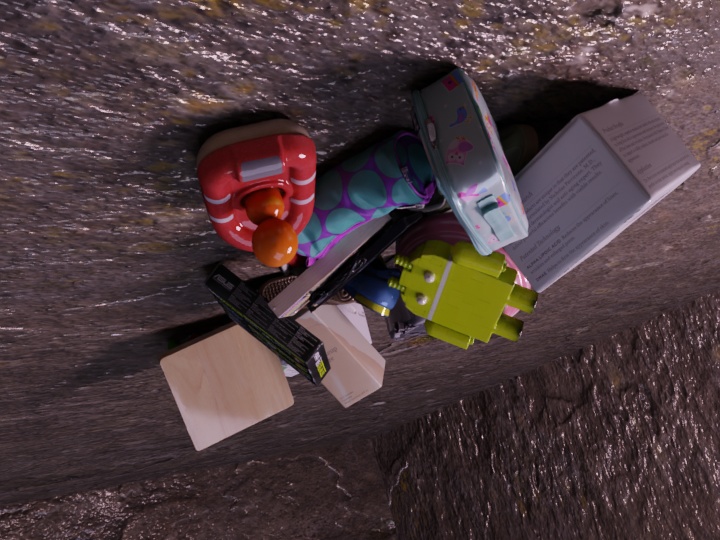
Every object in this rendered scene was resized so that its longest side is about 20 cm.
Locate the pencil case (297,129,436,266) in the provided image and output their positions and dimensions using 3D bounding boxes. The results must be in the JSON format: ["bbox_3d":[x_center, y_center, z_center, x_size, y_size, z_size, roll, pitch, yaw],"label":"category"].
[{"bbox_3d":[-0.005,-0.087,0.991,0.198,0.094,0.085,-26,178,30],"label":"pencil case"}]

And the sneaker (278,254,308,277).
[{"bbox_3d":[-0.079,-0.042,1.115,0.084,0.078,0.200,-31,171,7],"label":"sneaker"}]

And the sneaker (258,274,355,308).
[{"bbox_3d":[-0.077,0.027,1.341,0.196,0.072,0.075,-6,177,-18],"label":"sneaker"}]

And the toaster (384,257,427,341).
[{"bbox_3d":[0.108,0.045,1.432,0.197,0.131,0.113,-3,158,-40],"label":"toaster"}]

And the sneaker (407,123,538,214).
[{"bbox_3d":[0.132,-0.124,1.049,0.089,0.068,0.199,-9,164,-41],"label":"sneaker"}]

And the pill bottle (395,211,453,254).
[{"bbox_3d":[0.154,-0.056,1.189,0.118,0.122,0.199,-1,156,-42],"label":"pill bottle"}]

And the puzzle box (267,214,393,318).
[{"bbox_3d":[-0.035,-0.010,1.109,0.199,0.026,0.133,-41,176,3],"label":"puzzle box"}]

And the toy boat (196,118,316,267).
[{"bbox_3d":[-0.104,-0.066,0.893,0.128,0.133,0.201,-14,162,-9],"label":"toy boat"}]

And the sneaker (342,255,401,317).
[{"bbox_3d":[0.000,0.000,1.213,0.065,0.080,0.199,21,-174,-35],"label":"sneaker"}]

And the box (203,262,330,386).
[{"bbox_3d":[-0.137,0.088,1.244,0.048,0.199,0.194,-50,167,-15],"label":"box"}]

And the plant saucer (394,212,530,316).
[{"bbox_3d":[0.139,0.013,1.138,0.197,0.051,0.203,14,135,14],"label":"plant saucer"}]

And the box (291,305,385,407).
[{"bbox_3d":[-0.052,0.136,1.435,0.094,0.200,0.078,-33,-158,25],"label":"box"}]

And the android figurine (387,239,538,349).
[{"bbox_3d":[0.133,0.030,1.091,0.196,0.041,0.184,21,137,3],"label":"android figurine"}]

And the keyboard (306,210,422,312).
[{"bbox_3d":[-0.006,-0.007,1.081,0.200,0.021,0.127,-43,177,30],"label":"keyboard"}]

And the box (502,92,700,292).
[{"bbox_3d":[0.293,-0.103,1.037,0.198,0.132,0.200,-25,164,-47],"label":"box"}]

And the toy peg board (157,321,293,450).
[{"bbox_3d":[-0.250,0.183,1.474,0.196,0.203,0.098,-24,-152,-16],"label":"toy peg board"}]

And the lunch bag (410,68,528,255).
[{"bbox_3d":[0.124,-0.113,0.899,0.076,0.163,0.200,-20,154,16],"label":"lunch bag"}]

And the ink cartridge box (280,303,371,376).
[{"bbox_3d":[-0.097,0.131,1.572,0.197,0.086,0.145,-24,161,19],"label":"ink cartridge box"}]
